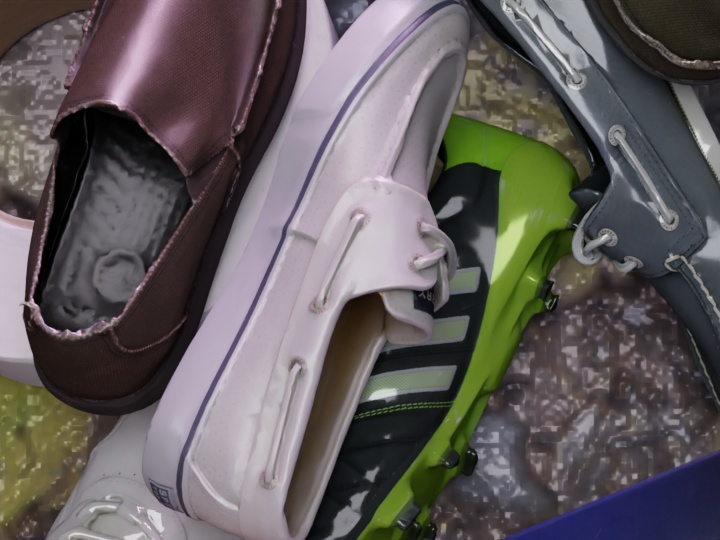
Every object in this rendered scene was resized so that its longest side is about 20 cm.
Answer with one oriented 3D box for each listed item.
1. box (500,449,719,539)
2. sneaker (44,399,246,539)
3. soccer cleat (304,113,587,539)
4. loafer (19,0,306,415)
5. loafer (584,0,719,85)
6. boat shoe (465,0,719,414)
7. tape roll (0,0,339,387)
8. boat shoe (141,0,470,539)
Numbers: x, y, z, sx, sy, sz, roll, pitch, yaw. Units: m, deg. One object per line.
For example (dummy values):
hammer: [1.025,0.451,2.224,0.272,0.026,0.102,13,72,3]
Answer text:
box: [0.137,0.075,0.836,0.120,0.200,0.033,-4,76,-33]
sneaker: [-0.094,0.127,0.913,0.078,0.099,0.201,19,81,20]
soccer cleat: [0.011,0.036,0.944,0.081,0.068,0.201,26,76,15]
loafer: [-0.066,-0.052,0.890,0.073,0.071,0.201,10,80,8]
loafer: [0.095,-0.150,0.837,0.075,0.070,0.201,-19,111,-5]
boat shoe: [0.094,-0.029,0.921,0.061,0.073,0.201,-24,94,-9]
tape roll: [-0.103,-0.058,0.968,0.201,0.071,0.204,-1,78,5]
boat shoe: [0.000,0.000,0.892,0.070,0.071,0.201,23,80,26]
